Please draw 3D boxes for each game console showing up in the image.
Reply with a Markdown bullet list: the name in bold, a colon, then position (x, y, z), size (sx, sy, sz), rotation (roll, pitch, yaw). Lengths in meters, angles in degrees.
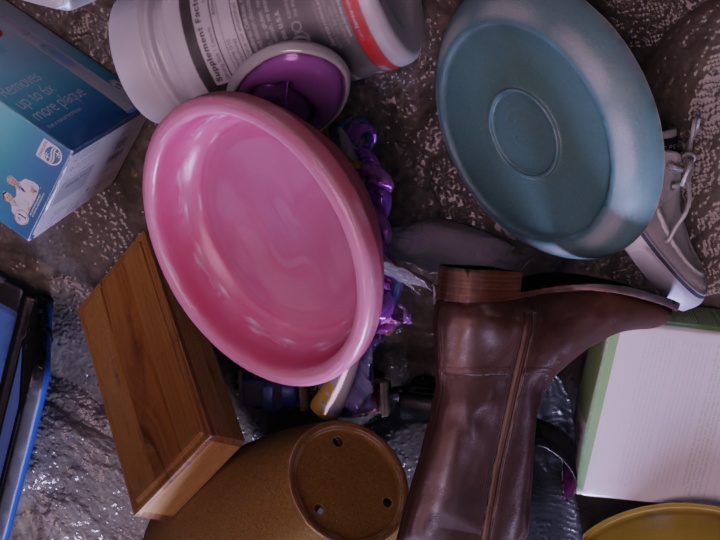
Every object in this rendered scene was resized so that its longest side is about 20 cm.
- **game console**: position (-0.331, 0.109, 1.171), size (0.117, 0.171, 0.202), rotation (11, 116, -17)

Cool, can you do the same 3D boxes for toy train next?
- **toy train**: position (-0.009, 0.099, 1.105), size (0.198, 0.046, 0.035), rotation (3, 111, 16)

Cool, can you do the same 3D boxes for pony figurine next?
- **pony figurine**: position (0.000, 0.000, 1.012), size (0.192, 0.166, 0.202), rotation (33, 109, 27)

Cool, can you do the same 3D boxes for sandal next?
- **sandal**: position (0.127, 0.144, 0.993), size (0.075, 0.048, 0.202), rotation (-21, 117, -9)
- **sandal**: position (-0.063, -0.088, 0.968), size (0.082, 0.050, 0.203), rotation (6, 154, -23)

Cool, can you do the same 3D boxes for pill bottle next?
- **pill bottle**: position (-0.066, -0.173, 0.981), size (0.198, 0.114, 0.115), rotation (-14, 106, 21)

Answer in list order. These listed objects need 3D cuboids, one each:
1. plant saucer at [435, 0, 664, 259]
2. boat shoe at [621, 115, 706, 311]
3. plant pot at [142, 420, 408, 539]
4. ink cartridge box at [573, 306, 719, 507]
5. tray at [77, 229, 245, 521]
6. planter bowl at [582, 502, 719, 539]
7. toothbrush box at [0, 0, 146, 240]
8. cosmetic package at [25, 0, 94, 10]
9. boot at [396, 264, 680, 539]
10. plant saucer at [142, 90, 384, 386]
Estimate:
- **plant saucer**: position (0.116, -0.095, 0.944), size (0.199, 0.027, 0.202), rotation (33, 139, 35)
- **boat shoe**: position (0.199, -0.074, 0.969), size (0.086, 0.075, 0.203), rotation (-32, 89, 20)
- **plant pot**: position (-0.046, 0.192, 1.039), size (0.186, 0.187, 0.200), rotation (39, 140, -1)
- **ink cartridge box**: position (0.259, 0.103, 1.028), size (0.197, 0.048, 0.147), rotation (7, 113, -4)
- **tray**: position (-0.157, 0.077, 1.075), size (0.099, 0.037, 0.201), rotation (-46, 49, 26)
- **planter bowl**: position (0.242, 0.275, 1.051), size (0.198, 0.084, 0.202), rotation (5, 125, 7)
- **toothbrush box**: position (-0.276, -0.130, 1.042), size (0.199, 0.146, 0.086), rotation (34, 115, 3)
- **cosmetic package**: position (-0.215, -0.286, 0.934), size (0.164, 0.200, 0.169), rotation (15, 114, 11)
- **boot**: position (0.117, 0.102, 0.927), size (0.184, 0.064, 0.203), rotation (5, 93, -20)
- **plant saucer**: position (-0.058, -0.024, 0.920), size (0.199, 0.051, 0.203), rotation (22, 128, 32)
